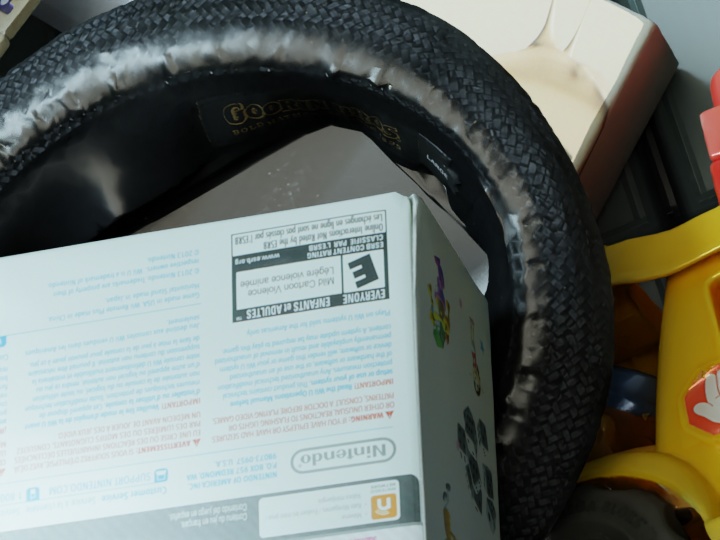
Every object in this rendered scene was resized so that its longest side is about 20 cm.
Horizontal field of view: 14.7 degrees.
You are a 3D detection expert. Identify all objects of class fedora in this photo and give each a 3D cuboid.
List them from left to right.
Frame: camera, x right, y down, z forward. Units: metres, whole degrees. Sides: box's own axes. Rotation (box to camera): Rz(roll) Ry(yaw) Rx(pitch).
[{"bbox_3d":[-0.027,0.022,0.730,0.200,0.092,0.201,-1,87,15],"label":"fedora"}]

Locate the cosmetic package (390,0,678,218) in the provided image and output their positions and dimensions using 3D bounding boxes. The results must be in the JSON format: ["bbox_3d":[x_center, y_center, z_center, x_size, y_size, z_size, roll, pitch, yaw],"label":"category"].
[{"bbox_3d":[0.000,0.000,0.812,0.103,0.073,0.200,27,91,13],"label":"cosmetic package"}]

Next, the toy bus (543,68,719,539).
[{"bbox_3d":[0.111,0.035,0.747,0.200,0.136,0.192,-23,57,18],"label":"toy bus"}]

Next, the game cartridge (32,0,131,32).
[{"bbox_3d":[-0.029,-0.152,0.890,0.133,0.042,0.200,30,90,21],"label":"game cartridge"}]

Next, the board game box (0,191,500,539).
[{"bbox_3d":[-0.045,0.094,0.617,0.147,0.064,0.200,-9,63,15],"label":"board game box"}]

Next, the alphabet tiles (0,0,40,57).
[{"bbox_3d":[-0.187,-0.072,0.894,0.200,0.006,0.167,12,59,41],"label":"alphabet tiles"}]
